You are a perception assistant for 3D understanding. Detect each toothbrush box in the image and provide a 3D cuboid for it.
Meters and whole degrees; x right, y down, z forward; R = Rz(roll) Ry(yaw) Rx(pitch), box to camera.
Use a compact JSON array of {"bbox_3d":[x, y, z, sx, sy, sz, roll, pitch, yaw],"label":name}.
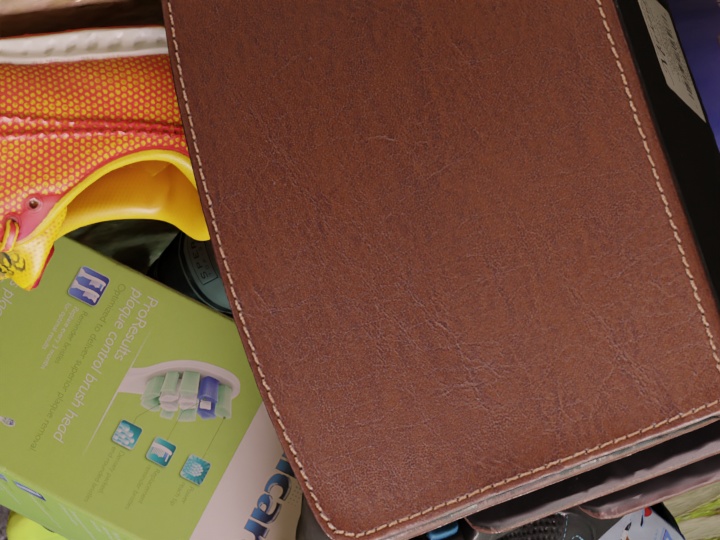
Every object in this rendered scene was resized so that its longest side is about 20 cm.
[{"bbox_3d":[-0.085,0.054,1.018,0.086,0.199,0.146,-61,167,-11],"label":"toothbrush box"}]

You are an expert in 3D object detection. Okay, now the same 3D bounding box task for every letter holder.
[{"bbox_3d":[0.034,-0.022,0.879,0.142,0.201,0.101,-22,164,15],"label":"letter holder"}]

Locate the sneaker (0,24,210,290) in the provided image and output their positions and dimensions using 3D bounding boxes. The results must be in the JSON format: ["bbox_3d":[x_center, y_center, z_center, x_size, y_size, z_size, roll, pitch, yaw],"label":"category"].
[{"bbox_3d":[-0.133,-0.031,0.896,0.199,0.077,0.073,-7,163,-14],"label":"sneaker"}]

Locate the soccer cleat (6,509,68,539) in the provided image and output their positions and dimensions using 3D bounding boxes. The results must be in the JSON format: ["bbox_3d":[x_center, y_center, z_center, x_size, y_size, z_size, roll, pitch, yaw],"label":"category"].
[{"bbox_3d":[-0.042,0.072,1.128,0.199,0.084,0.065,-16,135,2],"label":"soccer cleat"}]

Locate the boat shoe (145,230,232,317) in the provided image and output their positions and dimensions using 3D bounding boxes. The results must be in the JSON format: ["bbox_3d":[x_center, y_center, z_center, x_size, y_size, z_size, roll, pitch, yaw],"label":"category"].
[{"bbox_3d":[0.000,0.000,1.182,0.199,0.072,0.071,10,159,-37],"label":"boat shoe"}]

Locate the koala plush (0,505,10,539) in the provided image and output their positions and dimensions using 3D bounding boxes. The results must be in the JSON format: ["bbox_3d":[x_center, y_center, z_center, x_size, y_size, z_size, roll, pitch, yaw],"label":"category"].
[{"bbox_3d":[-0.191,0.215,1.395,0.183,0.201,0.177,-23,166,-13],"label":"koala plush"}]

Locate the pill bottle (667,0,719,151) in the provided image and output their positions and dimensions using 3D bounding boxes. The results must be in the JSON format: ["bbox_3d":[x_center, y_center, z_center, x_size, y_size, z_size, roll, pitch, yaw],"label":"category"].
[{"bbox_3d":[0.060,-0.034,1.021,0.199,0.116,0.116,-14,164,-12],"label":"pill bottle"}]

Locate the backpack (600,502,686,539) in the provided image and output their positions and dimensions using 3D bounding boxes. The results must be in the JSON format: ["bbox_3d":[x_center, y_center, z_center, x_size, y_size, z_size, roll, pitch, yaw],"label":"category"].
[{"bbox_3d":[0.047,0.129,1.269,0.200,0.155,0.190,3,160,47],"label":"backpack"}]

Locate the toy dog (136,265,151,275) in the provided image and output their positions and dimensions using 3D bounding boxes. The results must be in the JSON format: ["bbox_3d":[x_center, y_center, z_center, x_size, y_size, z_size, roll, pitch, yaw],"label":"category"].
[{"bbox_3d":[-0.120,0.071,1.217,0.131,0.097,0.200,-18,164,4],"label":"toy dog"}]

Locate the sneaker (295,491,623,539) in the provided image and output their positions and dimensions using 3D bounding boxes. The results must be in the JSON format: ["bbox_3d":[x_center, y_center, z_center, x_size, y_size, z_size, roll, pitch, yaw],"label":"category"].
[{"bbox_3d":[0.041,0.075,0.951,0.200,0.073,0.082,-20,141,-45],"label":"sneaker"}]
